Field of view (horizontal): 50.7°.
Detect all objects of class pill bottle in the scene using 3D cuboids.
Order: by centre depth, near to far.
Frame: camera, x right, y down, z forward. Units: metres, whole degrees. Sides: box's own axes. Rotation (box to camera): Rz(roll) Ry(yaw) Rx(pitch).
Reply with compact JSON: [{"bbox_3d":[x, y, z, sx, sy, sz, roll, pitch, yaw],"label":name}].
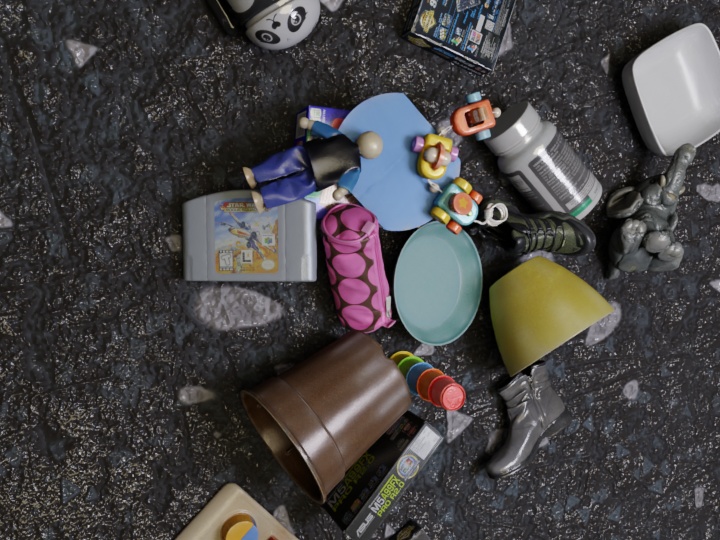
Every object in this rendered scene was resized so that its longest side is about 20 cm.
[{"bbox_3d":[0.302,-0.175,1.268,0.113,0.113,0.200,-47,108,-11],"label":"pill bottle"}]

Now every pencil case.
[{"bbox_3d":[0.000,0.000,1.145,0.091,0.093,0.201,-40,137,-29],"label":"pencil case"}]

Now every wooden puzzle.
[{"bbox_3d":[-0.192,0.459,1.172,0.185,0.046,0.200,-46,107,-11],"label":"wooden puzzle"}]

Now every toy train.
[{"bbox_3d":[0.159,-0.155,1.115,0.149,0.056,0.202,-15,98,-12],"label":"toy train"}]

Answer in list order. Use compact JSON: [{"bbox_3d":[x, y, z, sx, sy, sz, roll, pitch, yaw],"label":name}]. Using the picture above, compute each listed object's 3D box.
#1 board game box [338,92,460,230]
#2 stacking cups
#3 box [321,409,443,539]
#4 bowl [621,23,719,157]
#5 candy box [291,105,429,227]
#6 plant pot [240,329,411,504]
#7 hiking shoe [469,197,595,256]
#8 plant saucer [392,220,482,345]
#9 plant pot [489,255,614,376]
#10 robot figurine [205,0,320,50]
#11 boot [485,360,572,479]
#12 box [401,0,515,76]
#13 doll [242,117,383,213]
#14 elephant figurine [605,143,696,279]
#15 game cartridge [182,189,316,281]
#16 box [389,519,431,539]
[{"bbox_3d":[0.048,-0.159,1.138,0.158,0.039,0.200,-45,102,-6],"label":"board game box"},{"bbox_3d":[0.098,0.169,1.173,0.060,0.200,0.061,-1,93,-17],"label":"stacking cups"},{"bbox_3d":[0.023,0.304,1.178,0.044,0.160,0.200,42,81,-19],"label":"box"},{"bbox_3d":[0.565,-0.320,1.373,0.199,0.075,0.201,-30,102,-15],"label":"bowl"},{"bbox_3d":[-0.001,-0.155,1.179,0.198,0.077,0.171,3,93,-21],"label":"candy box"},{"bbox_3d":[-0.042,0.204,1.138,0.198,0.200,0.201,-35,105,-21],"label":"plant pot"},{"bbox_3d":[0.278,-0.051,1.237,0.198,0.101,0.076,14,131,16],"label":"hiking shoe"},{"bbox_3d":[0.119,0.020,1.234,0.199,0.036,0.202,-2,93,-39],"label":"plant saucer"},{"bbox_3d":[0.293,0.062,1.259,0.199,0.200,0.143,-29,76,-16],"label":"plant pot"},{"bbox_3d":[-0.141,-0.416,1.083,0.125,0.150,0.201,-36,105,-27],"label":"robot figurine"},{"bbox_3d":[0.266,0.254,1.319,0.200,0.070,0.132,-37,102,-25],"label":"boot"},{"bbox_3d":[0.171,-0.443,1.236,0.158,0.046,0.202,19,88,-20],"label":"box"},{"bbox_3d":[-0.063,-0.153,1.069,0.198,0.049,0.137,-19,74,-3],"label":"doll"},{"bbox_3d":[0.512,-0.103,1.348,0.142,0.154,0.201,53,44,-51],"label":"elephant figurine"},{"bbox_3d":[-0.163,-0.051,1.109,0.198,0.042,0.134,0,98,6],"label":"game cartridge"},{"bbox_3d":[0.074,0.560,1.274,0.198,0.050,0.201,-39,105,-14],"label":"box"}]
